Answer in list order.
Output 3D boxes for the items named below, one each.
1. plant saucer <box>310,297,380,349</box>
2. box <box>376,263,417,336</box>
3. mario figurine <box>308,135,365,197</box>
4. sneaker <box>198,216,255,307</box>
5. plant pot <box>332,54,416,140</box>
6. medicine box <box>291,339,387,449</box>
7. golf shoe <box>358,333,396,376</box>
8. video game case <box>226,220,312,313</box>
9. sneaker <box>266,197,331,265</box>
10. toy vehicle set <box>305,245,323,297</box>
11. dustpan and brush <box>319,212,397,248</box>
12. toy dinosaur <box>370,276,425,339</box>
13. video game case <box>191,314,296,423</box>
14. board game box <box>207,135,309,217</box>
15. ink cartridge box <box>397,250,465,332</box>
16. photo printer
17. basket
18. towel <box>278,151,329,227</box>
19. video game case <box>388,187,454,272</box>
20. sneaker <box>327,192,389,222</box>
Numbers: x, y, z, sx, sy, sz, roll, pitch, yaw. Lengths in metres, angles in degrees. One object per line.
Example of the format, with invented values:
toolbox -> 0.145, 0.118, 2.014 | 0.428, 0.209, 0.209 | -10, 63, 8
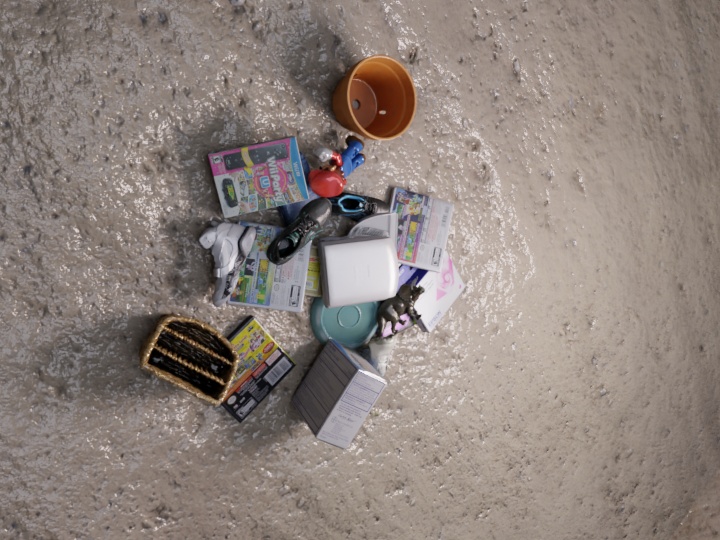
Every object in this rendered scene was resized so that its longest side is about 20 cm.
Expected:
plant saucer -> -0.033, 0.119, 1.569 | 0.199, 0.027, 0.201 | -4, 101, -20
box -> 0.090, 0.075, 1.652 | 0.143, 0.036, 0.201 | -23, 106, -27
mario figurine -> -0.070, -0.257, 1.467 | 0.124, 0.106, 0.200 | 54, 47, -17
sneaker -> -0.325, -0.024, 1.358 | 0.115, 0.075, 0.201 | 23, 85, -14
plant pot -> 0.019, -0.422, 1.481 | 0.199, 0.140, 0.201 | -5, 99, -31
medicine box -> -0.057, 0.306, 1.490 | 0.103, 0.182, 0.200 | 32, 92, -32
golf shoe -> 0.057, 0.225, 1.553 | 0.078, 0.200, 0.098 | -11, 73, -16
video game case -> -0.217, -0.008, 1.429 | 0.182, 0.022, 0.201 | 8, 93, -12
sneaker -> -0.135, -0.089, 1.388 | 0.075, 0.079, 0.200 | 41, 84, -10
toy vehicle set -> -0.129, -0.001, 1.490 | 0.199, 0.027, 0.125 | 10, 92, -19
dustpan and brush -> -0.006, -0.085, 1.540 | 0.199, 0.057, 0.140 | 3, 128, 5
toy dinosaur -> 0.096, 0.104, 1.584 | 0.200, 0.077, 0.102 | -36, 104, 11
video game case -> -0.282, 0.241, 1.456 | 0.200, 0.025, 0.181 | -45, 117, -17
board game box -> -0.232, -0.217, 1.364 | 0.199, 0.064, 0.148 | -14, 105, -8
ink cartridge box -> 0.196, 0.038, 1.679 | 0.196, 0.043, 0.200 | -48, 122, -26
photo printer -> 0.000, 0.000, 1.482 | 0.199, 0.069, 0.167 | -7, 98, -18
basket -> -0.368, 0.185, 1.307 | 0.200, 0.149, 0.143 | 34, 79, -19
towel -> -0.155, -0.181, 1.462 | 0.111, 0.048, 0.201 | -29, 110, -25
video game case -> 0.155, -0.110, 1.634 | 0.182, 0.023, 0.201 | 13, 85, -13
sneaker -> 0.000, -0.160, 1.539 | 0.199, 0.082, 0.074 | 2, 93, -33
